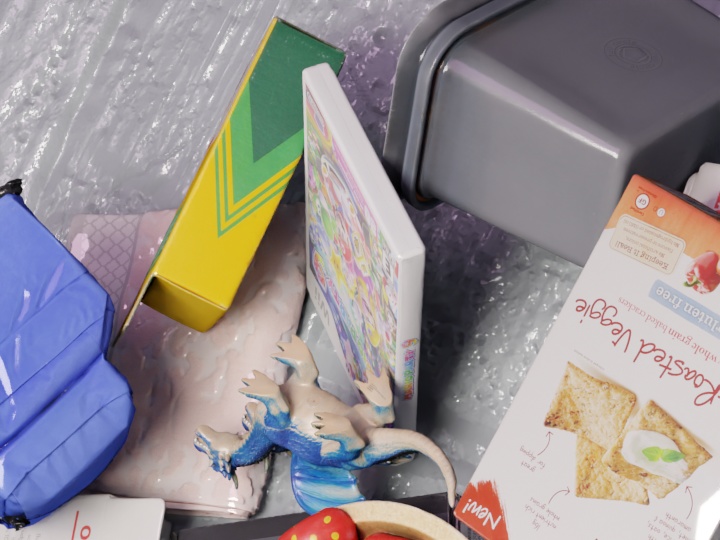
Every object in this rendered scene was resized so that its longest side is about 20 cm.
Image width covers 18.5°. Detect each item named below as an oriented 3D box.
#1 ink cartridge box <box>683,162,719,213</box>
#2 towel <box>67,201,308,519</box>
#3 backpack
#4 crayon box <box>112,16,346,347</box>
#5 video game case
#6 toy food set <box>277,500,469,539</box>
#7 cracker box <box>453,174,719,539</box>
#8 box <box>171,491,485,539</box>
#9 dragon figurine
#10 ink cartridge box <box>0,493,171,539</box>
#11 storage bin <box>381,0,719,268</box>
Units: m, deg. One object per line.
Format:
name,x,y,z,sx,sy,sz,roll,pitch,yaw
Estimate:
ink cartridge box,0.251,0.037,1.128,0.200,0.083,0.147,13,78,36
towel,-0.125,0.053,1.400,0.191,0.032,0.201,0,71,33
backpack,-0.223,0.069,1.314,0.162,0.200,0.168,-36,89,-14
crayon box,-0.079,-0.039,1.316,0.051,0.126,0.200,27,79,-6
video game case,0.000,0.000,1.250,0.018,0.200,0.143,-17,55,-13
toy food set,0.001,0.221,1.161,0.200,0.049,0.198,34,99,33
cracker box,0.150,0.072,1.093,0.134,0.058,0.200,33,101,36
box,-0.022,0.236,1.243,0.200,0.050,0.199,-10,63,30
dragon figurine,-0.011,0.101,1.242,0.200,0.100,0.059,19,51,30
ink cartridge box,-0.189,0.201,1.353,0.200,0.067,0.116,-4,67,32
storage bin,0.126,-0.078,1.205,0.134,0.200,0.146,33,132,29
